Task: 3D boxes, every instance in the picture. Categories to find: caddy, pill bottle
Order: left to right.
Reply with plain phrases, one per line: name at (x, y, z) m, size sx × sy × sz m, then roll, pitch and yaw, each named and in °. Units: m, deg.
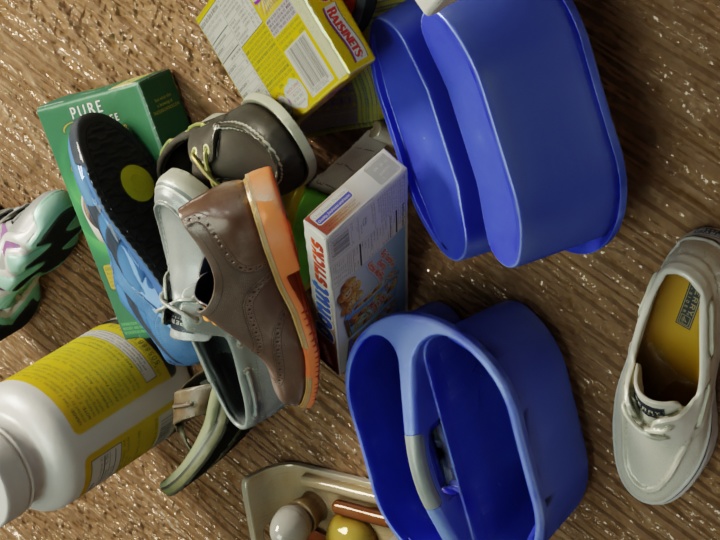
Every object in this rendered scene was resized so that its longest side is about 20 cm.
pill bottle at (-0.237, 0.124, 1.298) m, size 0.111 × 0.200 × 0.112 m, roll 18°, pitch 122°, yaw 31°
caddy at (0.067, 0.114, 1.095) m, size 0.141 × 0.105 × 0.201 m, roll -2°, pitch 110°, yaw 41°
caddy at (0.090, -0.096, 0.982) m, size 0.141 × 0.104 × 0.201 m, roll 10°, pitch 121°, yaw 63°

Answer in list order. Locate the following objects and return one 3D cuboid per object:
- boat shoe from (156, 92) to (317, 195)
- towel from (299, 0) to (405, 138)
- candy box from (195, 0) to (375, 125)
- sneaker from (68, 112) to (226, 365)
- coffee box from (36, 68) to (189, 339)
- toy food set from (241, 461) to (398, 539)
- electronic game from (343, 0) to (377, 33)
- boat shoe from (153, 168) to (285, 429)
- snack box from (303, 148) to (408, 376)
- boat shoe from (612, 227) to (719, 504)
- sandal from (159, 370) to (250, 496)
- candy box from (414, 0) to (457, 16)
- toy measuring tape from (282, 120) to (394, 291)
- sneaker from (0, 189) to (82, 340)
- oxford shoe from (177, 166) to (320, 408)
boat shoe at (-0.089, -0.074, 1.113) m, size 0.072 × 0.060 × 0.201 m, roll 60°, pitch 162°, yaw -10°
towel at (-0.024, -0.187, 1.083) m, size 0.143 × 0.023 × 0.201 m, roll 0°, pitch 112°, yaw 41°
candy box at (-0.052, -0.148, 1.034) m, size 0.103 × 0.026 × 0.200 m, roll 61°, pitch 162°, yaw -2°
sneaker at (-0.170, -0.018, 1.202) m, size 0.078 × 0.066 × 0.201 m, roll -26°, pitch 95°, yaw 44°
coffee box at (-0.166, -0.049, 1.258) m, size 0.122 × 0.044 × 0.201 m, roll -9°, pitch 106°, yaw 41°
toy food set at (-0.001, 0.238, 1.261) m, size 0.199 × 0.060 × 0.145 m, roll 9°, pitch 117°, yaw 37°
electronic game at (-0.047, -0.233, 0.993) m, size 0.200 × 0.041 × 0.201 m, roll 47°, pitch 152°, yaw 36°
boat shoe at (-0.101, 0.026, 1.128) m, size 0.070 × 0.071 × 0.202 m, roll 13°, pitch 136°, yaw 48°
snack box at (0.000, 0.000, 1.067) m, size 0.024 × 0.072 × 0.200 m, roll 40°, pitch 160°, yaw 20°
boat shoe at (0.189, 0.072, 1.008) m, size 0.071 × 0.070 × 0.201 m, roll 28°, pitch 127°, yaw 25°
sandal at (-0.111, 0.094, 1.268) m, size 0.057 × 0.080 × 0.202 m, roll 35°, pitch 121°, yaw 14°
candy box at (0.041, -0.257, 0.889) m, size 0.200 × 0.167 × 0.072 m, roll 52°, pitch 134°, yaw 5°
toy measuring tape at (-0.033, -0.031, 1.134) m, size 0.074 × 0.073 × 0.200 m, roll 56°, pitch 137°, yaw 1°
sneaker at (-0.319, -0.038, 1.367) m, size 0.140 × 0.078 × 0.200 m, roll 48°, pitch 133°, yaw 8°
oxford shoe at (-0.072, 0.019, 1.075) m, size 0.072 × 0.072 × 0.201 m, roll -110°, pitch 6°, yaw -50°
